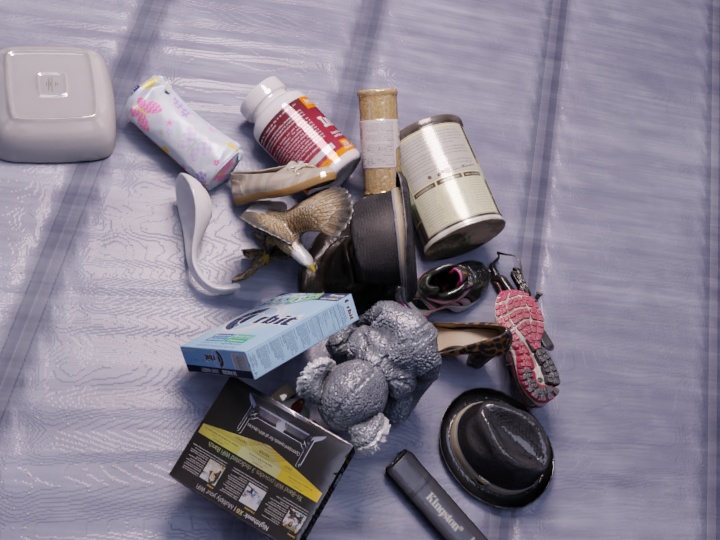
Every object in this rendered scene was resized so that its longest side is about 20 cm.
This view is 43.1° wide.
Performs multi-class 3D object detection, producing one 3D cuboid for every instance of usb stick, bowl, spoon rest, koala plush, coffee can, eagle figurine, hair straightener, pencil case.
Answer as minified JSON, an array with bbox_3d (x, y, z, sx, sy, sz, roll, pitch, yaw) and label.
[{"bbox_3d":[0.116,0.356,1.364,0.055,0.033,0.200,-38,82,-29],"label":"usb stick"},{"bbox_3d":[-0.486,-0.275,1.435,0.199,0.075,0.201,-3,66,-20],"label":"bowl"},{"bbox_3d":[-0.249,-0.054,1.405,0.060,0.099,0.201,-19,84,-27],"label":"spoon rest"},{"bbox_3d":[0.008,0.156,1.314,0.177,0.184,0.200,48,50,4],"label":"koala plush"},{"bbox_3d":[0.140,-0.139,1.535,0.146,0.146,0.201,-13,71,-23],"label":"coffee can"},{"bbox_3d":[-0.108,-0.062,1.387,0.150,0.200,0.152,24,61,-6],"label":"eagle figurine"},{"bbox_3d":[0.278,0.049,1.540,0.041,0.077,0.201,11,51,-51],"label":"hair straightener"},{"bbox_3d":[-0.284,-0.222,1.470,0.200,0.083,0.091,42,83,3],"label":"pencil case"}]

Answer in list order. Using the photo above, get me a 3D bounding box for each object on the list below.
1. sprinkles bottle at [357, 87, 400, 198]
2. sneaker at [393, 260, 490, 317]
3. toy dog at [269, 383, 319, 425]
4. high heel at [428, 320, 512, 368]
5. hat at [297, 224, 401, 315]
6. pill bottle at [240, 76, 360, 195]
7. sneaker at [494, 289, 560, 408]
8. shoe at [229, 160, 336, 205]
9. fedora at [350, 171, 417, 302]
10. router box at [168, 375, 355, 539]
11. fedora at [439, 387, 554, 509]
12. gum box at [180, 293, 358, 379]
[{"bbox_3d":[0.033,-0.194,1.489,0.068,0.068,0.201,-6,96,-21],"label":"sprinkles bottle"},{"bbox_3d":[0.153,0.023,1.484,0.200,0.086,0.081,-23,76,-42],"label":"sneaker"},{"bbox_3d":[-0.137,0.240,1.295,0.131,0.096,0.200,30,59,4],"label":"toy dog"},{"bbox_3d":[0.133,0.096,1.426,0.199,0.143,0.072,15,62,-11],"label":"high heel"},{"bbox_3d":[0.000,0.000,1.463,0.199,0.081,0.202,7,65,-16],"label":"hat"},{"bbox_3d":[-0.103,-0.222,1.513,0.200,0.113,0.113,47,61,6],"label":"pill bottle"},{"bbox_3d":[0.259,0.126,1.480,0.080,0.075,0.201,-5,67,-11],"label":"sneaker"},{"bbox_3d":[-0.127,-0.143,1.429,0.070,0.199,0.054,-25,104,-57],"label":"shoe"},{"bbox_3d":[0.032,-0.049,1.368,0.091,0.201,0.202,-5,66,0],"label":"fedora"},{"bbox_3d":[-0.130,0.259,1.224,0.199,0.052,0.158,28,72,13],"label":"router box"},{"bbox_3d":[0.225,0.264,1.407,0.199,0.092,0.202,7,64,-15],"label":"fedora"},{"bbox_3d":[-0.131,0.089,1.310,0.200,0.169,0.045,-27,106,-38],"label":"gum box"}]
